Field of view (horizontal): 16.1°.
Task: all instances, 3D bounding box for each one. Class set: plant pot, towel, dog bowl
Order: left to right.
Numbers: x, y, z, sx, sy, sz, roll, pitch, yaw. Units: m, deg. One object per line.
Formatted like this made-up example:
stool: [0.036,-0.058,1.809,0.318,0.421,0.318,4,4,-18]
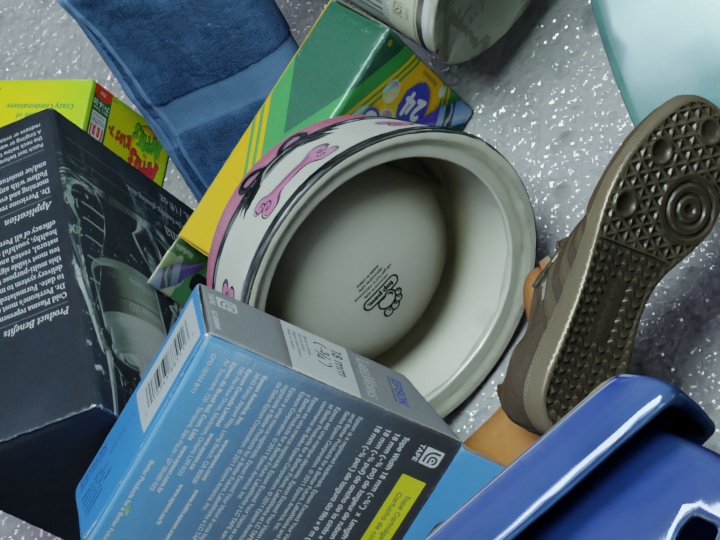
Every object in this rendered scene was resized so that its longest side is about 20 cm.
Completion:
towel: [-0.090,-0.124,1.547,0.112,0.200,0.049,-20,33,19]
dog bowl: [0.000,0.000,1.457,0.200,0.200,0.074,-54,42,-1]
plant pot: [0.142,0.170,1.283,0.200,0.200,0.180,-42,74,5]
plant pot: [0.208,-0.150,1.438,0.141,0.141,0.200,-10,76,23]

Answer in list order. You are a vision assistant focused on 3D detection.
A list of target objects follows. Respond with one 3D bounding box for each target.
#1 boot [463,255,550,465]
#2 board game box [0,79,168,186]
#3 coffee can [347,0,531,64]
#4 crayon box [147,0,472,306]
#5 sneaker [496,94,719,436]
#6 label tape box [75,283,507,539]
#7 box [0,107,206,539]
boot: [0.079,0.104,1.442,0.155,0.077,0.200,-21,74,15]
board game box: [-0.236,-0.084,1.657,0.200,0.102,0.048,2,72,28]
coffee can: [0.009,-0.232,1.502,0.200,0.146,0.146,34,88,20]
crayon box: [-0.027,-0.046,1.521,0.052,0.126,0.200,32,87,32]
sneaker: [0.127,-0.007,1.368,0.200,0.070,0.076,-62,27,-7]
label tape box: [-0.034,0.115,1.391,0.144,0.200,0.063,-58,22,18]
box: [-0.168,0.042,1.514,0.124,0.200,0.197,-20,63,19]
